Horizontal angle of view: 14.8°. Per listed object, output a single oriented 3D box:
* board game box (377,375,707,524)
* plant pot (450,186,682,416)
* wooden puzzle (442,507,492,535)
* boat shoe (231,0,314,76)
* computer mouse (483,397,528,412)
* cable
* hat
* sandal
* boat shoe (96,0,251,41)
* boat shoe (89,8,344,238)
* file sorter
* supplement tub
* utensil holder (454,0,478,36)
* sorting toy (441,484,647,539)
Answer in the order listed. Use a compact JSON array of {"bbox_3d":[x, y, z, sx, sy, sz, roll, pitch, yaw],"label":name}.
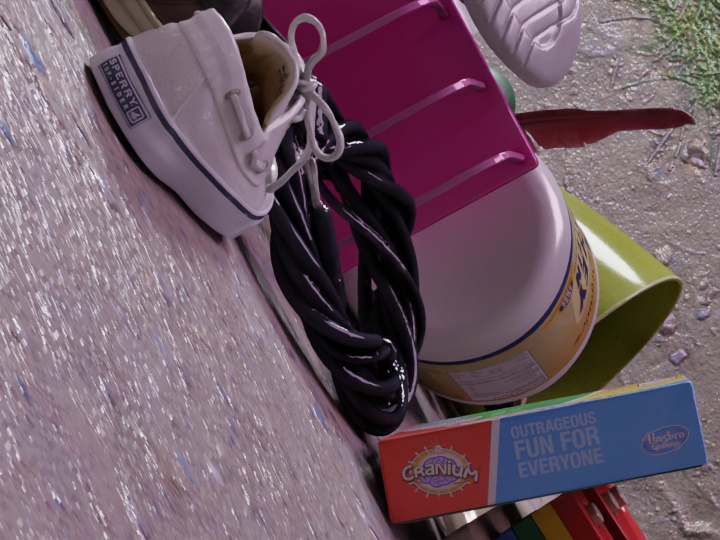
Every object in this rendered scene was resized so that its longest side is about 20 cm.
[{"bbox_3d":[0.094,0.087,1.382,0.200,0.152,0.040,15,64,-85],"label":"board game box"},{"bbox_3d":[0.097,-0.001,2.009,0.200,0.187,0.187,48,0,16],"label":"plant pot"},{"bbox_3d":[0.108,0.230,1.490,0.200,0.037,0.185,54,9,-30],"label":"wooden puzzle"},{"bbox_3d":[-0.081,-0.135,1.369,0.202,0.063,0.074,55,11,-48],"label":"boat shoe"},{"bbox_3d":[0.059,0.052,1.876,0.200,0.044,0.110,-119,-160,-43],"label":"computer mouse"},{"bbox_3d":[0.000,0.000,1.376,0.200,0.051,0.164,63,15,-49],"label":"cable"},{"bbox_3d":[0.077,-0.128,1.870,0.199,0.176,0.166,18,39,-31],"label":"hat"},{"bbox_3d":[0.058,-0.190,1.539,0.050,0.083,0.203,-1,-50,50],"label":"sandal"},{"bbox_3d":[-0.113,-0.185,1.252,0.200,0.065,0.073,61,6,6],"label":"boat shoe"},{"bbox_3d":[-0.048,-0.073,1.181,0.075,0.086,0.202,63,5,15],"label":"boat shoe"},{"bbox_3d":[-0.013,-0.114,1.524,0.201,0.139,0.125,62,8,3],"label":"file sorter"},{"bbox_3d":[0.069,0.002,1.697,0.145,0.144,0.200,63,5,18],"label":"supplement tub"},{"bbox_3d":[-0.031,-0.209,1.705,0.200,0.170,0.170,63,4,-10],"label":"utensil holder"},{"bbox_3d":[0.135,0.194,1.402,0.199,0.069,0.200,57,9,6],"label":"sorting toy"}]
